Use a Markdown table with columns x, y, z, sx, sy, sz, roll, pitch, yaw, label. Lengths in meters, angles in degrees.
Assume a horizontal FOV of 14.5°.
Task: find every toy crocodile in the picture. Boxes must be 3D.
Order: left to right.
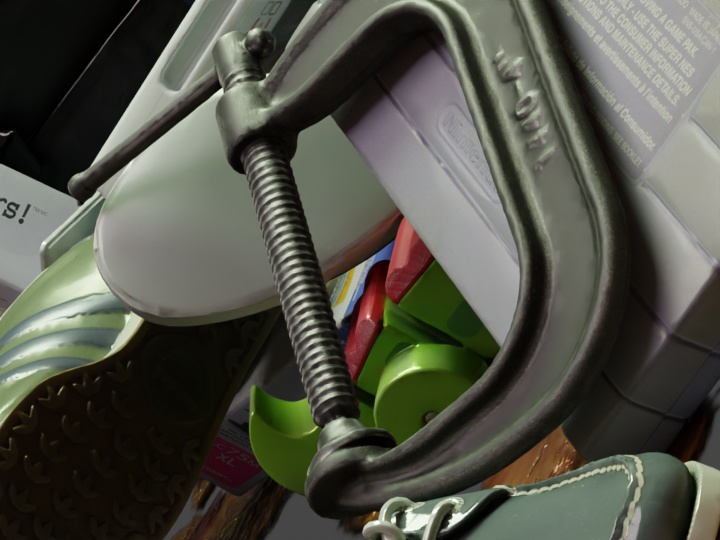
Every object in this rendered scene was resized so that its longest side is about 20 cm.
| x | y | z | sx | sy | sz | roll | pitch | yaw | label |
| --- | --- | --- | --- | --- | --- | --- | --- | --- | --- |
| 0.037 | -0.005 | 0.847 | 0.200 | 0.062 | 0.068 | -51 | 16 | 32 | toy crocodile |

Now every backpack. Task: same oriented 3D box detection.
| x | y | z | sx | sy | sz | roll | pitch | yaw | label |
| --- | --- | --- | --- | --- | --- | --- | --- | --- | --- |
| -0.132 | -0.121 | 1.170 | 0.154 | 0.200 | 0.191 | -125 | 59 | -77 | backpack |

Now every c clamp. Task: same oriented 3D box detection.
| x | y | z | sx | sy | sz | roll | pitch | yaw | label |
| --- | --- | --- | --- | --- | --- | --- | --- | --- | --- |
| 0.000 | -0.010 | 0.782 | 0.171 | 0.027 | 0.200 | -45 | 44 | 23 | c clamp |

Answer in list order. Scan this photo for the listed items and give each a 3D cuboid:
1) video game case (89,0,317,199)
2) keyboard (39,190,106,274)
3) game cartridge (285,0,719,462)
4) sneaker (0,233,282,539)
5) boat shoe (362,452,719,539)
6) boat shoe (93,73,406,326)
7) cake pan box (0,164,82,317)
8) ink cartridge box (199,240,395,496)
| x | y | z | sx | sy | sz | roll | pitch | yaw | label |
| --- | --- | --- | --- | --- | --- | --- | --- | --- | --- |
| 0.002 | -0.104 | 1.046 | 0.182 | 0.023 | 0.200 | -55 | -19 | 21 | video game case |
| -0.096 | 0.063 | 1.051 | 0.056 | 0.011 | 0.200 | -42 | -40 | -46 | keyboard |
| 0.060 | -0.055 | 0.768 | 0.130 | 0.038 | 0.200 | -52 | 42 | 17 | game cartridge |
| -0.096 | 0.049 | 0.930 | 0.090 | 0.067 | 0.200 | -20 | 28 | 44 | sneaker |
| 0.019 | 0.092 | 0.711 | 0.200 | 0.062 | 0.073 | -42 | 23 | 53 | boat shoe |
| 0.009 | -0.039 | 0.899 | 0.200 | 0.071 | 0.064 | -31 | -19 | -6 | boat shoe |
| -0.159 | 0.016 | 1.160 | 0.184 | 0.200 | 0.052 | 120 | 175 | -61 | cake pan box |
| 0.000 | 0.000 | 1.020 | 0.200 | 0.042 | 0.119 | -43 | 21 | 59 | ink cartridge box |
